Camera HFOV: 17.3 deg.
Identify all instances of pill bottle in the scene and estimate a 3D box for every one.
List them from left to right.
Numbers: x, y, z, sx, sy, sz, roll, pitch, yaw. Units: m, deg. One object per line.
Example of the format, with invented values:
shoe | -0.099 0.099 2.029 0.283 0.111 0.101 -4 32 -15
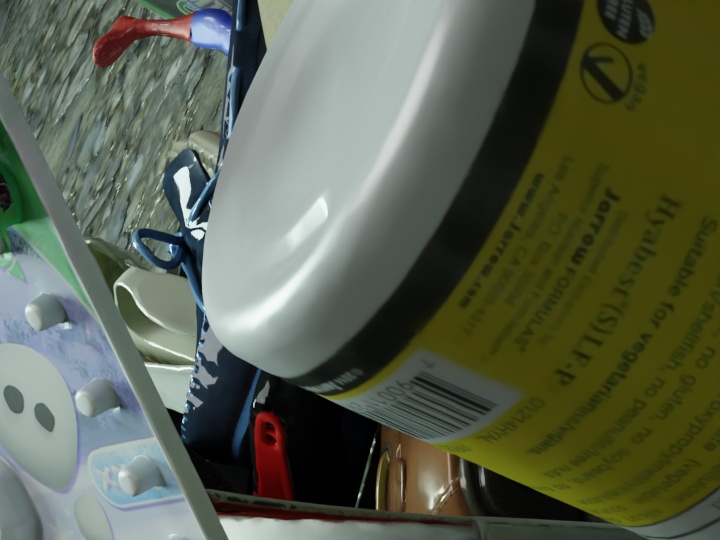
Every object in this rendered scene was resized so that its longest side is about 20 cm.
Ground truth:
pill bottle | 0.078 0.003 0.475 0.111 0.200 0.111 -52 23 33

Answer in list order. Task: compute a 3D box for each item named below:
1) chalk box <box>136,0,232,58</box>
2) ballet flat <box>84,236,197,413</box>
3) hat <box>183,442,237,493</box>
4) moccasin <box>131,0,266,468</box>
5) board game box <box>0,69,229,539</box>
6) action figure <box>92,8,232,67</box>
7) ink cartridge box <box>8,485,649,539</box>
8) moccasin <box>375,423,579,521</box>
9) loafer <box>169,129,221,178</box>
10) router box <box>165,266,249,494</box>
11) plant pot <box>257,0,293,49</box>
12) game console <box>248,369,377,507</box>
chalk box | -0.021 -0.166 1.058 0.200 0.124 0.124 -34 31 55
ballet flat | -0.098 0.019 1.005 0.200 0.069 0.070 17 81 38
hat | -0.073 0.107 0.826 0.081 0.201 0.201 -39 17 -8
moccasin | -0.041 -0.026 0.883 0.080 0.068 0.200 88 -165 -70
board game box | -0.108 0.062 0.577 0.026 0.200 0.200 -32 11 -40
action figure | -0.025 -0.105 0.981 0.052 0.199 0.066 -53 -41 -51
ink cartridge box | -0.037 0.083 0.639 0.200 0.173 0.044 -4 80 47
moccasin | 0.038 0.017 0.781 0.078 0.074 0.202 -33 45 44
loafer | -0.036 -0.036 1.011 0.200 0.068 0.076 -147 38 -74
router box | -0.107 0.115 1.065 0.157 0.052 0.200 -48 25 41
plant pot | 0.079 -0.091 0.629 0.200 0.199 0.178 -26 54 62
game console | 0.000 0.000 0.843 0.177 0.031 0.200 93 -169 -65
